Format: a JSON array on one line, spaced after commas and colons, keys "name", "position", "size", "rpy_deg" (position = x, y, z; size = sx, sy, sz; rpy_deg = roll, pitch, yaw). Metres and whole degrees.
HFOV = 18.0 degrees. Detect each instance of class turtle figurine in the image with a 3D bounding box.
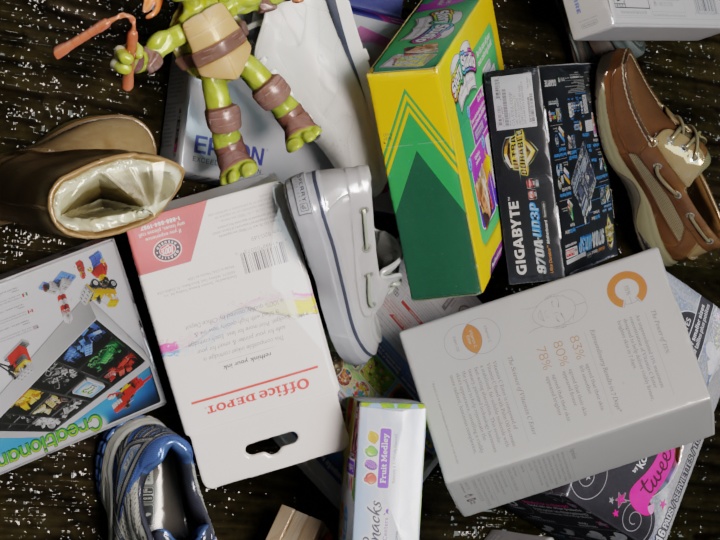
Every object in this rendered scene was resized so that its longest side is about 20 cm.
[{"name": "turtle figurine", "position": [-0.105, -0.144, 1.566], "size": [0.200, 0.064, 0.161], "rpy_deg": [-31, 106, -21]}]

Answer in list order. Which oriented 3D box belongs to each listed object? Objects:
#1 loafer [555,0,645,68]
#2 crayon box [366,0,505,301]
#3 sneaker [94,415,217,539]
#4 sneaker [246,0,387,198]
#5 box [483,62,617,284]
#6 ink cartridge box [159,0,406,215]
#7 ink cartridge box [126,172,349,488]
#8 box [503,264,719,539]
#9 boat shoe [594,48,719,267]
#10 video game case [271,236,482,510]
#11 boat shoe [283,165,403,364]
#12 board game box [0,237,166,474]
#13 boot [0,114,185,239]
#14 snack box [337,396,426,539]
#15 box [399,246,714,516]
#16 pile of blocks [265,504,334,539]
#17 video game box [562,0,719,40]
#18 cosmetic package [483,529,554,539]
[{"name": "loafer", "position": [0.153, -0.242, 1.804], "size": [0.200, 0.063, 0.072], "rpy_deg": [56, 26, -17]}, {"name": "crayon box", "position": [0.066, -0.097, 1.667], "size": [0.200, 0.058, 0.173], "rpy_deg": [-59, 140, -64]}, {"name": "sneaker", "position": [-0.142, 0.204, 1.594], "size": [0.077, 0.085, 0.200], "rpy_deg": [-10, 96, -33]}, {"name": "sneaker", "position": [-0.037, -0.141, 1.635], "size": [0.080, 0.076, 0.200], "rpy_deg": [-22, 96, -19]}, {"name": "box", "position": [0.150, -0.079, 1.743], "size": [0.200, 0.046, 0.159], "rpy_deg": [-19, 103, -71]}, {"name": "ink cartridge box", "position": [-0.046, -0.153, 1.686], "size": [0.196, 0.043, 0.200], "rpy_deg": [9, 86, -32]}, {"name": "ink cartridge box", "position": [-0.087, 0.043, 1.619], "size": [0.116, 0.067, 0.200], "rpy_deg": [-15, 99, -5]}, {"name": "box", "position": [0.194, 0.105, 1.783], "size": [0.115, 0.132, 0.200], "rpy_deg": [31, 73, -30]}, {"name": "boat shoe", "position": [0.246, -0.093, 1.828], "size": [0.200, 0.074, 0.076], "rpy_deg": [65, 30, -33]}, {"name": "video game case", "position": [0.024, 0.086, 1.742], "size": [0.143, 0.018, 0.200], "rpy_deg": [49, 65, -23]}, {"name": "boat shoe", "position": [0.000, 0.000, 1.620], "size": [0.067, 0.200, 0.074], "rpy_deg": [-14, 56, 4]}, {"name": "board game box", "position": [-0.241, 0.068, 1.560], "size": [0.200, 0.035, 0.126], "rpy_deg": [-22, 101, -31]}, {"name": "boot", "position": [-0.171, -0.060, 1.508], "size": [0.175, 0.200, 0.066], "rpy_deg": [-24, 104, -30]}, {"name": "snack box", "position": [0.012, 0.193, 1.638], "size": [0.053, 0.142, 0.200], "rpy_deg": [3, 88, -3]}, {"name": "box", "position": [0.145, 0.083, 1.662], "size": [0.200, 0.097, 0.124], "rpy_deg": [-18, 67, 3]}, {"name": "pile of blocks", "position": [-0.066, 0.258, 1.627], "size": [0.200, 0.062, 0.082], "rpy_deg": [-52, 150, -36]}, {"name": "video game box", "position": [0.212, -0.273, 1.796], "size": [0.200, 0.047, 0.182], "rpy_deg": [-7, 83, -52]}, {"name": "cosmetic package", "position": [0.149, 0.310, 1.783], "size": [0.107, 0.090, 0.200], "rpy_deg": [-45, 109, -25]}]
